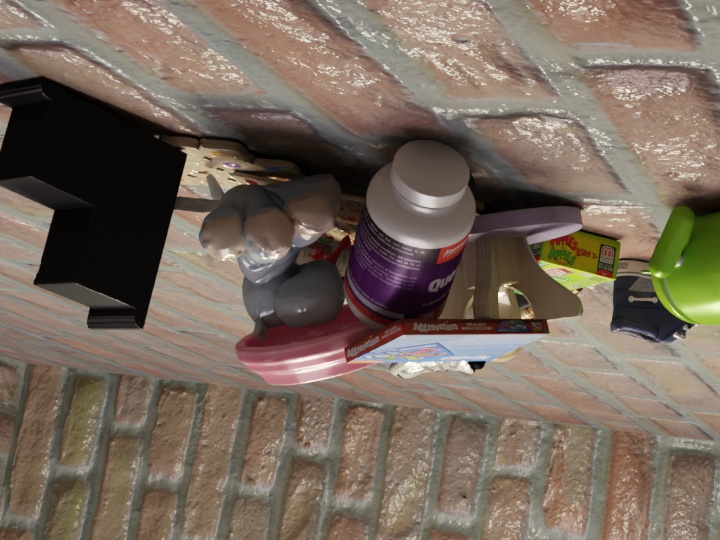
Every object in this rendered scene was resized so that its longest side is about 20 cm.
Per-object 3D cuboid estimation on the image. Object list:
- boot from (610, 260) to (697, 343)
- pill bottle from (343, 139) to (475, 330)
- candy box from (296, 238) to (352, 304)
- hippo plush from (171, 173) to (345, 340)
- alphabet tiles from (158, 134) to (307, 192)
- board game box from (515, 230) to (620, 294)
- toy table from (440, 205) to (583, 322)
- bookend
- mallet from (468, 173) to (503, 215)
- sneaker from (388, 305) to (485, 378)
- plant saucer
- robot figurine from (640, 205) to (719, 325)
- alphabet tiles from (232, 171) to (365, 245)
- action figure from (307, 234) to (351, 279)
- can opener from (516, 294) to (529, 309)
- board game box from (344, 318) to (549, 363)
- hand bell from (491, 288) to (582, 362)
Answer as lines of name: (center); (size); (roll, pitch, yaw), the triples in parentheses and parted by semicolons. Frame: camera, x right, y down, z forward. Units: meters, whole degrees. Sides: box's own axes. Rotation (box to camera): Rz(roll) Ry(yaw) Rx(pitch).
boot: (0.401, 0.053, 1.898); (0.198, 0.091, 0.073); (12, 169, -13)
pill bottle: (0.051, -0.034, 1.545); (0.111, 0.113, 0.201); (10, 138, -5)
candy box: (-0.042, 0.000, 1.903); (0.198, 0.061, 0.137); (12, -152, -8)
hippo plush: (-0.102, -0.003, 1.616); (0.198, 0.162, 0.159); (0, -156, 28)
alphabet tiles: (-0.150, -0.114, 1.716); (0.194, 0.015, 0.200); (5, 168, 16)
board game box: (0.220, -0.010, 1.846); (0.101, 0.048, 0.200); (14, 168, -19)
toy table: (0.150, 0.005, 1.675); (0.198, 0.118, 0.183); (-11, 170, 27)
bookend: (-0.300, -0.063, 1.575); (0.092, 0.202, 0.198); (-2, 160, 44)
mallet: (0.133, -0.071, 1.658); (0.065, 0.042, 0.199); (-3, 169, 37)
sneaker: (0.105, 0.101, 1.857); (0.087, 0.076, 0.200); (38, 147, -6)
plant saucer: (-0.037, 0.080, 1.678); (0.199, 0.051, 0.201); (-14, -172, 2)
robot figurine: (0.380, -0.004, 1.564); (0.174, 0.117, 0.200); (9, 171, -27)
alphabet tiles: (-0.035, -0.062, 1.743); (0.166, 0.008, 0.200); (12, 167, 23)
action figure: (0.000, 0.000, 1.791); (0.198, 0.100, 0.065); (4, 150, 5)
can opener: (0.158, 0.062, 2.003); (0.199, 0.067, 0.052); (-26, -153, -31)
board game box: (0.092, 0.074, 1.595); (0.199, 0.020, 0.103); (1, 159, -37)
hand bell: (0.241, 0.052, 2.103); (0.103, 0.105, 0.200); (15, 156, -27)
